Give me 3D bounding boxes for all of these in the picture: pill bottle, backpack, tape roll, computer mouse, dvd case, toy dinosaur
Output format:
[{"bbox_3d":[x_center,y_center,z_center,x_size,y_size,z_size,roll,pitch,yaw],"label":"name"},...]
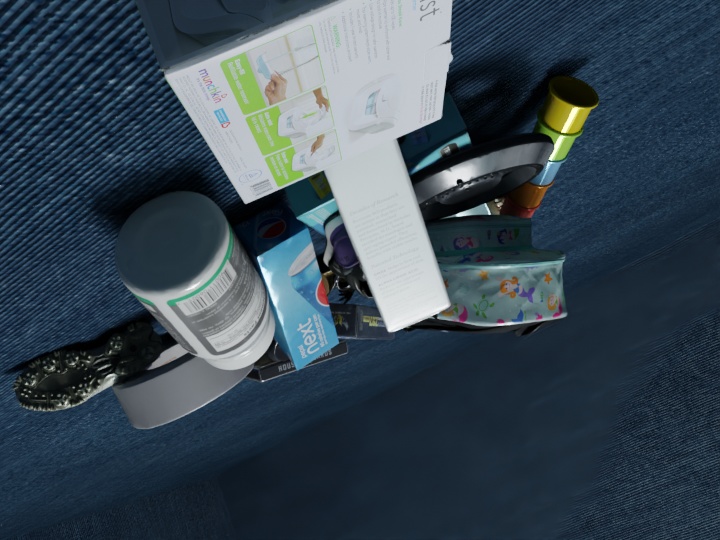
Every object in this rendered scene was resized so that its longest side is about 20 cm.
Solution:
[{"bbox_3d":[-0.158,0.020,0.750,0.112,0.114,0.201,-23,149,-3],"label":"pill bottle"},{"bbox_3d":[0.148,0.009,0.890,0.176,0.153,0.199,-3,-173,-38],"label":"backpack"},{"bbox_3d":[-0.251,0.144,1.054,0.198,0.067,0.200,-25,-169,5],"label":"tape roll"},{"bbox_3d":[-0.062,0.041,0.997,0.201,0.034,0.058,-50,142,5],"label":"computer mouse"},{"bbox_3d":[-0.130,0.134,1.157,0.148,0.025,0.199,-15,-173,-29],"label":"dvd case"},{"bbox_3d":[-0.027,0.008,1.103,0.197,0.059,0.101,-23,164,-4],"label":"toy dinosaur"}]

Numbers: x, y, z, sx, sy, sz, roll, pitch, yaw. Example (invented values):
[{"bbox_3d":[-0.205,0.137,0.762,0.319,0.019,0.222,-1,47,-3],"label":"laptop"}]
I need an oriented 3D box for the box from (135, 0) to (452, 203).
[{"bbox_3d":[-0.034,-0.148,0.491,0.174,0.098,0.200,-24,165,-2],"label":"box"}]

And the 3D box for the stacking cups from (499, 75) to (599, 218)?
[{"bbox_3d":[0.213,-0.133,0.883,0.060,0.061,0.201,-15,145,-29],"label":"stacking cups"}]

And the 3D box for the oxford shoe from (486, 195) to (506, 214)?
[{"bbox_3d":[0.186,-0.116,0.976,0.070,0.076,0.199,-28,164,17],"label":"oxford shoe"}]

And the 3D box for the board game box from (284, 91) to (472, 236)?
[{"bbox_3d":[0.031,-0.107,0.824,0.198,0.047,0.151,-27,165,10],"label":"board game box"}]

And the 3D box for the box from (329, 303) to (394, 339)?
[{"bbox_3d":[-0.062,0.077,1.139,0.197,0.052,0.157,2,176,23],"label":"box"}]

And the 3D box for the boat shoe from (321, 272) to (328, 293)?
[{"bbox_3d":[-0.142,0.038,1.028,0.197,0.075,0.063,-12,-168,-18],"label":"boat shoe"}]

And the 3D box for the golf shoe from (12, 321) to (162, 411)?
[{"bbox_3d":[-0.366,0.140,1.009,0.197,0.079,0.097,-19,170,-14],"label":"golf shoe"}]

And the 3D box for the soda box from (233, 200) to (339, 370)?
[{"bbox_3d":[-0.083,0.022,0.868,0.067,0.064,0.202,-30,138,-17],"label":"soda box"}]

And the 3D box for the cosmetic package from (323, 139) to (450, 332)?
[{"bbox_3d":[0.017,-0.053,0.689,0.073,0.102,0.202,-23,123,2],"label":"cosmetic package"}]

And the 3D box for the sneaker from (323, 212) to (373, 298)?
[{"bbox_3d":[0.000,0.000,0.876,0.075,0.089,0.200,-23,165,-1],"label":"sneaker"}]

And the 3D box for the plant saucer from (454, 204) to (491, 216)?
[{"bbox_3d":[0.099,-0.033,1.047,0.198,0.039,0.204,-14,120,-25],"label":"plant saucer"}]

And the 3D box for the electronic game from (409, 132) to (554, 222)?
[{"bbox_3d":[0.116,-0.100,0.802,0.197,0.042,0.200,-19,172,-3],"label":"electronic game"}]
